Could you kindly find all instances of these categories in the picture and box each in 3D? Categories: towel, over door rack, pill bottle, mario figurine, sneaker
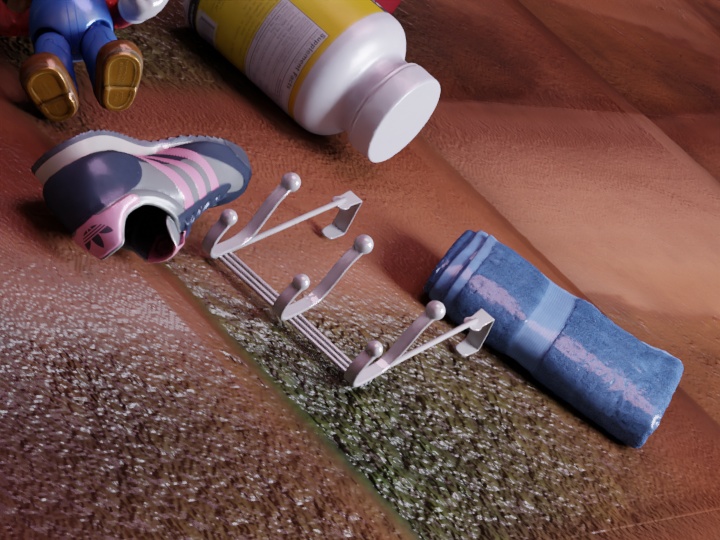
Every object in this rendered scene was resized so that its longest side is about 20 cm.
[{"bbox_3d":[0.143,0.046,1.835,0.200,0.049,0.112,36,22,3],"label":"towel"},{"bbox_3d":[0.000,0.000,1.699,0.148,0.067,0.200,42,23,17],"label":"over door rack"},{"bbox_3d":[-0.036,-0.177,1.956,0.200,0.112,0.112,42,23,18],"label":"pill bottle"},{"bbox_3d":[-0.212,-0.194,1.746,0.123,0.106,0.200,19,28,-30],"label":"mario figurine"},{"bbox_3d":[-0.130,-0.040,1.617,0.200,0.070,0.082,-4,62,-56],"label":"sneaker"}]

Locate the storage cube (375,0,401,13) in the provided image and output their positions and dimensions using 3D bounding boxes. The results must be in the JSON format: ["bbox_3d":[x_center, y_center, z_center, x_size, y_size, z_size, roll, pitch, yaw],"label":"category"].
[{"bbox_3d":[-0.023,-0.357,2.261,0.200,0.180,0.171,47,24,26],"label":"storage cube"}]
